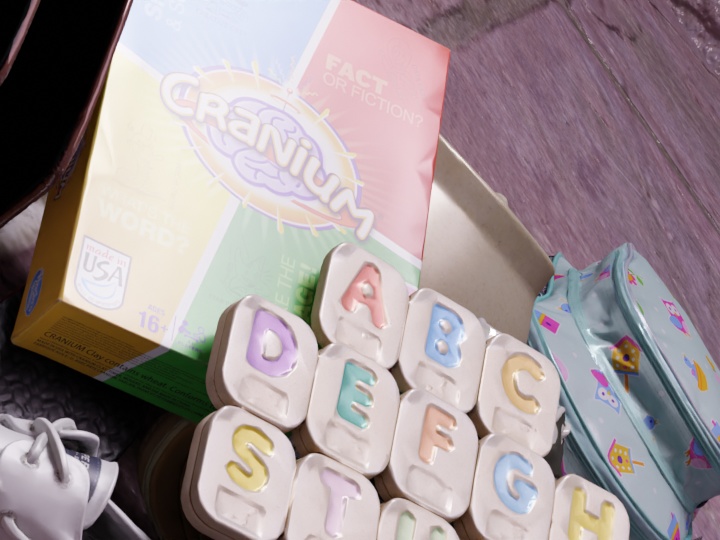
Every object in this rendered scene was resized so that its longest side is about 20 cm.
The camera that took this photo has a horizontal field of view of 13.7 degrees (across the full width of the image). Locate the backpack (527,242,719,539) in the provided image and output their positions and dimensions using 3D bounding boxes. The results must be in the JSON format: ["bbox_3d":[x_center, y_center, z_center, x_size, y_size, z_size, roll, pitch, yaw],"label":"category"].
[{"bbox_3d":[0.117,0.085,1.589,0.176,0.153,0.200,60,22,-4],"label":"backpack"}]

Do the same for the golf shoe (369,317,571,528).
[{"bbox_3d":[0.065,0.097,1.272,0.077,0.088,0.200,30,-11,32],"label":"golf shoe"}]

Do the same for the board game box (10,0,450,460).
[{"bbox_3d":[-0.046,-0.033,1.194,0.153,0.040,0.200,24,53,-23],"label":"board game box"}]

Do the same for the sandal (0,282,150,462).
[{"bbox_3d":[-0.115,0.028,1.181,0.075,0.045,0.200,36,35,-10],"label":"sandal"}]

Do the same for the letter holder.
[{"bbox_3d":[-0.128,-0.133,1.145,0.100,0.142,0.200,32,52,-24],"label":"letter holder"}]

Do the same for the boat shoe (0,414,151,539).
[{"bbox_3d":[-0.115,0.082,1.059,0.200,0.065,0.074,49,17,-23],"label":"boat shoe"}]

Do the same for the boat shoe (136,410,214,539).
[{"bbox_3d":[-0.037,0.111,1.242,0.066,0.074,0.200,35,-9,45],"label":"boat shoe"}]

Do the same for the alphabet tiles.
[{"bbox_3d":[0.022,0.092,1.136,0.200,0.015,0.196,30,52,-25],"label":"alphabet tiles"}]

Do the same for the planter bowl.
[{"bbox_3d":[0.000,0.000,1.336,0.200,0.135,0.200,47,0,0],"label":"planter bowl"}]
